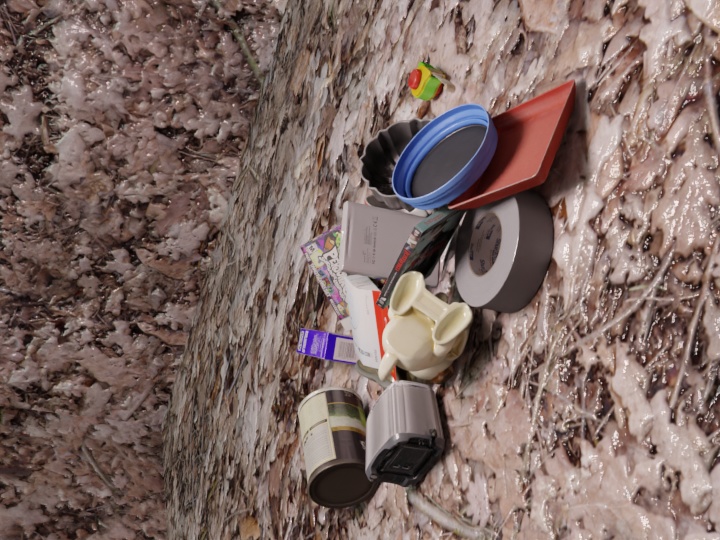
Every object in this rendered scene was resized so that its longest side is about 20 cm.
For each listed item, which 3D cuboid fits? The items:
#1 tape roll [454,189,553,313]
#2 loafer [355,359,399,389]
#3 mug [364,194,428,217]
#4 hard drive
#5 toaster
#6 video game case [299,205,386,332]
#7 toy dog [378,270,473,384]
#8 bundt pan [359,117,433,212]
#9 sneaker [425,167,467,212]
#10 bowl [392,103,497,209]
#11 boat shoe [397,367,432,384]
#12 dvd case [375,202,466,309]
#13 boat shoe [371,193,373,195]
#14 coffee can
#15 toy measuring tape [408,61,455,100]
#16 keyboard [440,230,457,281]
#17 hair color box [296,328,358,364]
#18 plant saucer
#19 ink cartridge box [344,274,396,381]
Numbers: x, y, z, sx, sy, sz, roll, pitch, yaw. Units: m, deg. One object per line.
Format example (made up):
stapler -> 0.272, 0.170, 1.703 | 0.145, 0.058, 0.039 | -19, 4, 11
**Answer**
tape roll -> 0.227, -0.036, 1.397 | 0.200, 0.065, 0.203 | -169, 90, -69
loafer -> 0.054, 0.195, 1.735 | 0.200, 0.075, 0.070 | 18, 85, 64
mug -> 0.061, -0.041, 1.795 | 0.132, 0.177, 0.203 | 24, 112, 25
hard drive -> 0.057, -0.048, 1.646 | 0.026, 0.197, 0.134 | 155, 122, -63
toaster -> 0.077, 0.287, 1.552 | 0.201, 0.112, 0.130 | 117, 156, -45
video game case -> 0.000, 0.000, 1.722 | 0.180, 0.202, 0.036 | -25, 8, 26
toy dog -> 0.115, 0.126, 1.485 | 0.196, 0.138, 0.200 | -61, -20, -12
bundt pan -> 0.102, -0.195, 1.669 | 0.076, 0.199, 0.204 | 64, -164, -51
sneaker -> 0.170, -0.187, 1.530 | 0.079, 0.128, 0.202 | 136, 140, -53
bowl -> 0.140, -0.185, 1.426 | 0.199, 0.039, 0.202 | -33, 34, 25
boat shoe -> 0.102, 0.123, 1.637 | 0.074, 0.065, 0.203 | 127, 144, -63
dvd case -> 0.106, -0.031, 1.476 | 0.022, 0.145, 0.201 | 41, 137, 17
boat shoe -> 0.058, -0.155, 1.903 | 0.200, 0.072, 0.073 | -43, 29, 53
coffee can -> -0.049, 0.363, 1.792 | 0.201, 0.144, 0.147 | -104, 33, -48
toy measuring tape -> 0.145, -0.373, 1.778 | 0.200, 0.073, 0.074 | -118, 44, -59
keyboard -> 0.157, -0.036, 1.542 | 0.200, 0.011, 0.057 | -63, -5, -71
hair color box -> -0.063, 0.173, 1.977 | 0.200, 0.108, 0.066 | 174, 107, -68
plant saucer -> 0.244, -0.185, 1.354 | 0.199, 0.037, 0.201 | -20, 38, 54
ink cartridge box -> 0.019, 0.109, 1.626 | 0.200, 0.047, 0.162 | -127, 29, -72
